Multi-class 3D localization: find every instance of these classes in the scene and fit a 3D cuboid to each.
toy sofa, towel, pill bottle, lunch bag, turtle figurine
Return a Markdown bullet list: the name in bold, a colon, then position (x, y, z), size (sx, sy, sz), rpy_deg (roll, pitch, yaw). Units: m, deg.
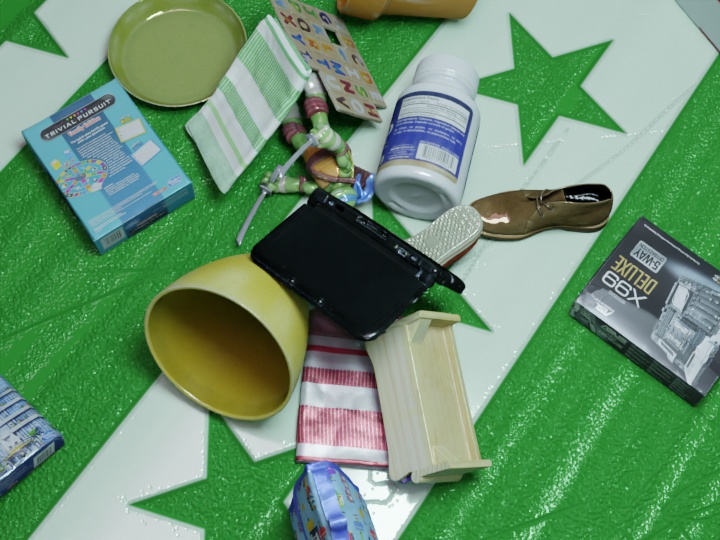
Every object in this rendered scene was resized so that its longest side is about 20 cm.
- **toy sofa**: position (0.081, 0.155, 1.324), size (0.082, 0.097, 0.202), rpy_deg (8, 64, -45)
- **towel**: position (-0.003, 0.146, 1.367), size (0.143, 0.023, 0.201), rpy_deg (4, 66, 1)
- **towel**: position (-0.151, -0.224, 1.447), size (0.200, 0.023, 0.153), rpy_deg (-49, 48, 19)
- **pill bottle**: position (0.097, -0.182, 1.463), size (0.119, 0.120, 0.201), rpy_deg (14, 66, 5)
- **lunch bag**: position (-0.020, 0.299, 1.200), size (0.093, 0.200, 0.151), rpy_deg (-15, 66, -8)
- **turtle figurine**: position (-0.087, -0.164, 1.439), size (0.198, 0.144, 0.195), rpy_deg (-12, 63, -11)

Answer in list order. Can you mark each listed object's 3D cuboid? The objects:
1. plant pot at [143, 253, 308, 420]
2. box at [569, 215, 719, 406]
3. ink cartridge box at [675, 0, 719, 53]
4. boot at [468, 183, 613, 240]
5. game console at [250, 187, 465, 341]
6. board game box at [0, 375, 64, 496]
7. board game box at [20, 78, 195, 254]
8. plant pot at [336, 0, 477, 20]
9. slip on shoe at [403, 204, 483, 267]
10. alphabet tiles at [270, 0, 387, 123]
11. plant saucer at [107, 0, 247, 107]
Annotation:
- **plant pot**: position (-0.141, 0.061, 1.328), size (0.199, 0.201, 0.142), rpy_deg (25, 42, 9)
- **box**: position (0.395, 0.050, 1.404), size (0.200, 0.050, 0.158), rpy_deg (38, 71, 14)
- **ink cartridge box**: position (0.590, -0.415, 1.598), size (0.199, 0.083, 0.146), rpy_deg (-27, 69, -13)
- **boot**: position (0.238, -0.088, 1.449), size (0.198, 0.076, 0.074), rpy_deg (-4, 68, -2)
- **game console**: position (0.000, 0.000, 1.318), size (0.200, 0.176, 0.117), rpy_deg (35, 95, 26)
- **board game box**: position (-0.493, 0.191, 1.289), size (0.200, 0.062, 0.200), rpy_deg (40, 56, 14)
- **board game box**: position (-0.340, -0.143, 1.474), size (0.150, 0.047, 0.200), rpy_deg (-32, 70, -14)
- **plant pot**: position (0.080, -0.444, 1.552), size (0.182, 0.200, 0.202), rpy_deg (12, 65, -12)
- **slip on shoe**: position (0.074, -0.012, 1.421), size (0.199, 0.061, 0.074), rpy_deg (-33, 68, -1)
- **alphabet tiles**: position (-0.039, -0.291, 1.504), size (0.008, 0.167, 0.201), rpy_deg (-38, 65, 28)
- **plant saucer**: position (-0.260, -0.313, 1.561), size (0.198, 0.031, 0.202), rpy_deg (0, 67, -1)
